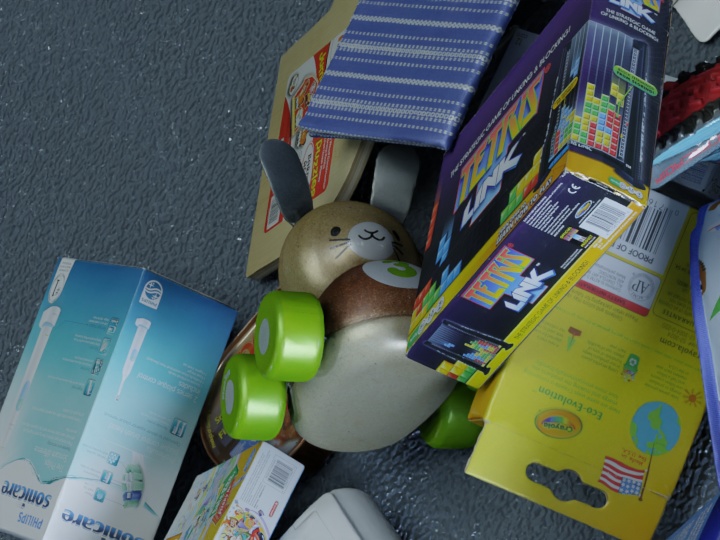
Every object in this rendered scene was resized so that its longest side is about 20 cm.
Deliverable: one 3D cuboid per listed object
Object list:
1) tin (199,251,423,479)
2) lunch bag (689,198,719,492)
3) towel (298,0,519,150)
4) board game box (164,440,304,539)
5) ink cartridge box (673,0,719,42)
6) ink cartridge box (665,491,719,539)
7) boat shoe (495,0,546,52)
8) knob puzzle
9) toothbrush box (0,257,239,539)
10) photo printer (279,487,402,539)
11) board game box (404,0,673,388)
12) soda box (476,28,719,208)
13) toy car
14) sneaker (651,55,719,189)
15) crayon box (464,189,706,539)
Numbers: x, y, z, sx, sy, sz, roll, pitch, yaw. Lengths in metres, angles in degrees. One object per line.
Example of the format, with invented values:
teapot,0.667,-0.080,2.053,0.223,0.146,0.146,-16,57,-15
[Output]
tin,-0.029,0.058,1.775,0.200,0.042,0.112,-49,51,12
lunch bag,0.281,0.028,1.465,0.169,0.124,0.201,-22,65,32
towel,0.050,-0.167,1.691,0.144,0.024,0.201,9,67,48
board game box,-0.115,0.215,1.699,0.201,0.034,0.134,-63,13,-24
ink cartridge box,0.201,-0.256,1.701,0.117,0.067,0.200,-44,48,16
ink cartridge box,0.185,0.200,1.408,0.200,0.076,0.137,-51,8,49
boat shoe,0.076,-0.171,1.774,0.200,0.060,0.076,-43,49,37
knob puzzle,-0.014,-0.100,1.801,0.220,0.030,0.220,-51,30,45
toothbrush box,-0.184,0.100,1.830,0.146,0.085,0.201,4,71,59
photo printer,-0.008,0.260,1.638,0.167,0.069,0.200,-50,46,14
board game box,0.102,-0.053,1.518,0.200,0.056,0.166,-51,21,46
soda box,0.171,-0.091,1.649,0.200,0.068,0.064,24,87,44
toy car,0.000,0.000,1.657,0.158,0.163,0.201,122,147,-55
sneaker,0.249,-0.085,1.526,0.199,0.096,0.079,-27,18,-10
crayon box,0.148,0.050,1.564,0.051,0.126,0.201,164,130,-80
